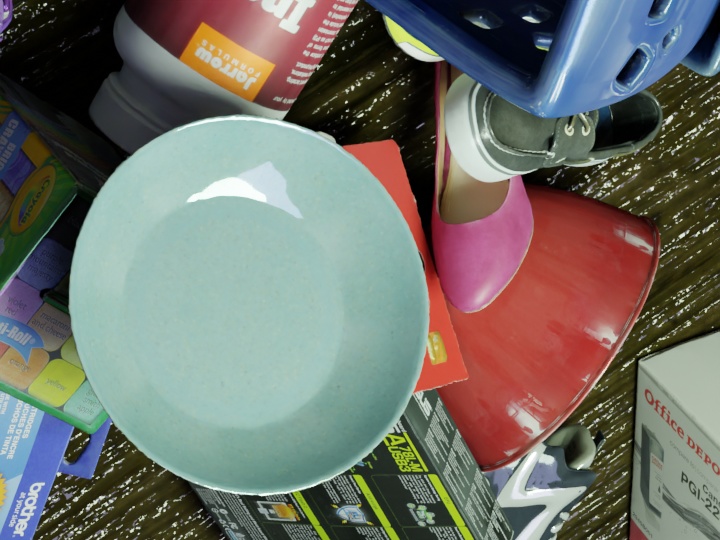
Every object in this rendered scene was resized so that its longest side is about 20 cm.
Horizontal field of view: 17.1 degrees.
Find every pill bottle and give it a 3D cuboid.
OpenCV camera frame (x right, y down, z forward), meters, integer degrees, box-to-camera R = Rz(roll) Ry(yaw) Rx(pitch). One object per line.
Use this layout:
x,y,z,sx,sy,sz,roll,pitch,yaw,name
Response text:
-0.067,-0.152,1.356,0.113,0.113,0.200,21,108,-40,pill bottle

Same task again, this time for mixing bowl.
0.088,0.017,1.547,0.108,0.200,0.200,36,99,-14,mixing bowl

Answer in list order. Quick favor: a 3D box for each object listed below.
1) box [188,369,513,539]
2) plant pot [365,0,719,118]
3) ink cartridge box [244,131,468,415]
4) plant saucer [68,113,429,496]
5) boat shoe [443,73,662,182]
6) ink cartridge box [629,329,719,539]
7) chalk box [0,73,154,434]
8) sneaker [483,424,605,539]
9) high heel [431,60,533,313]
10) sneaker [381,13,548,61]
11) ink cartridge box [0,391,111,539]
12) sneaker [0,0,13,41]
-0.022,0.125,1.543,0.193,0.048,0.200,-3,139,26,box
0.117,-0.210,1.242,0.180,0.200,0.200,-6,124,-45,plant pot
0.000,0.000,1.387,0.050,0.161,0.200,-19,175,39,ink cartridge box
-0.062,0.020,1.265,0.201,0.039,0.201,4,79,-22,plant saucer
0.118,-0.094,1.447,0.200,0.057,0.069,-8,87,-58,boat shoe
0.271,0.168,1.777,0.085,0.146,0.200,-16,128,-22,ink cartridge box
-0.173,-0.001,1.334,0.124,0.200,0.124,-49,133,7,chalk box
0.132,0.172,1.735,0.130,0.080,0.199,-31,123,1,sneaker
0.066,-0.078,1.462,0.096,0.067,0.200,50,46,-50,high heel
0.088,-0.166,1.422,0.200,0.074,0.081,0,163,-44,sneaker
-0.250,0.091,1.438,0.200,0.076,0.137,4,118,-36,ink cartridge box
-0.210,-0.155,1.244,0.083,0.081,0.200,8,155,-29,sneaker
